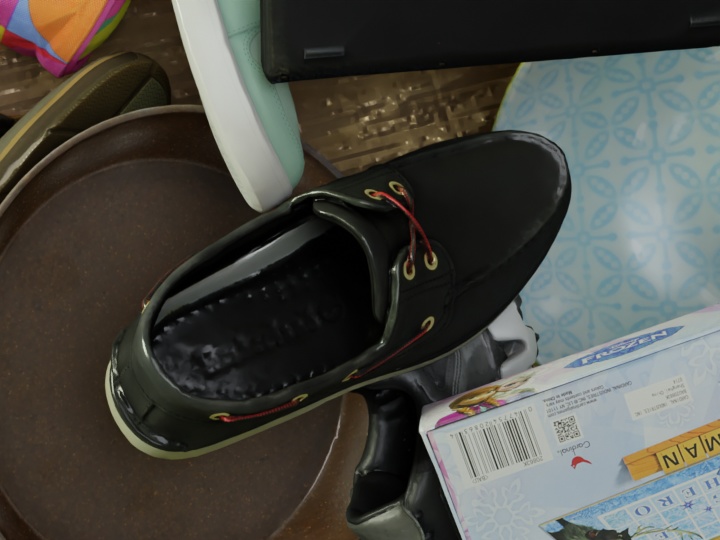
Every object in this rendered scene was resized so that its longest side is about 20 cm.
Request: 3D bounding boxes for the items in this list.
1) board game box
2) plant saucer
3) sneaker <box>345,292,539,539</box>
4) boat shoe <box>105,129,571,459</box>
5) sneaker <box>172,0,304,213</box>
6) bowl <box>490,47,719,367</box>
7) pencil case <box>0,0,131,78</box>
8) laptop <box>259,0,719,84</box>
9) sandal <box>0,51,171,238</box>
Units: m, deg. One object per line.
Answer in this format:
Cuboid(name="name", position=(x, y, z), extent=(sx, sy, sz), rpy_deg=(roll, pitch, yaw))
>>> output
Cuboid(name="board game box", position=(0.147, 0.112, 0.821), extent=(0.200, 0.041, 0.200), rpy_deg=(-19, 99, 6))
Cuboid(name="plant saucer", position=(-0.069, 0.038, 0.867), extent=(0.200, 0.034, 0.201), rpy_deg=(2, 87, -32))
Cuboid(name="sneaker", position=(0.038, 0.105, 0.878), extent=(0.090, 0.066, 0.200), rpy_deg=(-16, 93, -29))
Cuboid(name="boat shoe", position=(0.002, 0.002, 0.823), extent=(0.201, 0.063, 0.074), rpy_deg=(-28, 81, -24))
Cuboid(name="sneaker", position=(-0.014, -0.125, 0.837), extent=(0.118, 0.074, 0.201), rpy_deg=(-10, 76, -2))
Cuboid(name="bowl", position=(0.158, -0.027, 0.903), extent=(0.200, 0.108, 0.201), rpy_deg=(3, 97, 24))
Cuboid(name="pencil case", position=(-0.174, -0.155, 0.870), extent=(0.200, 0.088, 0.088), rpy_deg=(31, 77, -9))
Cuboid(name="laptop", position=(0.041, -0.185, 0.825), extent=(0.187, 0.116, 0.200), rpy_deg=(-6, 111, -15))
Cuboid(name="sandal", position=(-0.157, -0.021, 0.867), extent=(0.200, 0.080, 0.054), rpy_deg=(-41, 69, -10))
